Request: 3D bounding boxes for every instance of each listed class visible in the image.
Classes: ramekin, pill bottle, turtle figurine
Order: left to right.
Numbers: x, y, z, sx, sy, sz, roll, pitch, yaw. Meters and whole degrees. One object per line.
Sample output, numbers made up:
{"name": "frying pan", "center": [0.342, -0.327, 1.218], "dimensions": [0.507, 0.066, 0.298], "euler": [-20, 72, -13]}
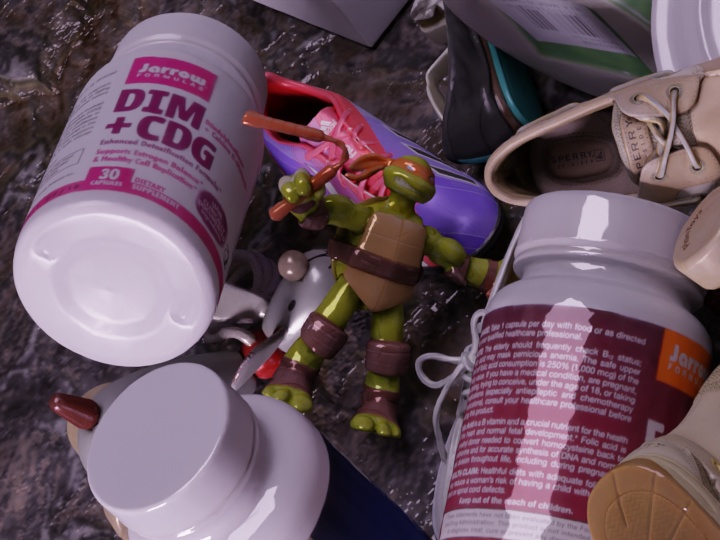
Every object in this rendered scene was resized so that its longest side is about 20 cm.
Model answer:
{"name": "pill bottle", "center": [-0.116, -0.051, 1.331], "dimensions": [0.113, 0.114, 0.201], "euler": [-20, 32, 24]}
{"name": "pill bottle", "center": [-0.045, 0.131, 1.179], "dimensions": [0.110, 0.200, 0.112], "euler": [-21, 47, 24]}
{"name": "turtle figurine", "center": [0.000, 0.000, 1.290], "dimensions": [0.064, 0.199, 0.162], "euler": [23, 93, 63]}
{"name": "pill bottle", "center": [0.107, 0.072, 1.146], "dimensions": [0.114, 0.114, 0.201], "euler": [1, 71, 38]}
{"name": "ramekin", "center": [0.131, -0.169, 1.293], "dimensions": [0.199, 0.200, 0.098], "euler": [17, 75, 44]}

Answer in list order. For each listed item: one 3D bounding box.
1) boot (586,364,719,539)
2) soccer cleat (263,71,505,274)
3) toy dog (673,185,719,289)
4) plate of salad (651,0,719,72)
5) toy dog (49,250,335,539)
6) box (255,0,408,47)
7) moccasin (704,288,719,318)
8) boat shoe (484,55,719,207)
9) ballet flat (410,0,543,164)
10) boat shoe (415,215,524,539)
{"name": "boot", "center": [0.199, 0.142, 1.064], "dimensions": [0.073, 0.200, 0.155], "euler": [-44, -5, 33]}
{"name": "soccer cleat", "center": [0.004, -0.058, 1.387], "dimensions": [0.068, 0.073, 0.200], "euler": [-49, 43, -7]}
{"name": "toy dog", "center": [0.221, -0.017, 1.062], "dimensions": [0.131, 0.201, 0.097], "euler": [17, 44, -3]}
{"name": "plate of salad", "center": [0.239, -0.129, 1.162], "dimensions": [0.199, 0.048, 0.202], "euler": [-6, 77, 26]}
{"name": "toy dog", "center": [-0.101, 0.053, 1.351], "dimensions": [0.131, 0.096, 0.201], "euler": [18, 69, 44]}
{"name": "box", "center": [-0.040, -0.244, 1.553], "dimensions": [0.125, 0.098, 0.200], "euler": [-52, 42, -9]}
{"name": "moccasin", "center": [0.238, -0.059, 1.199], "dimensions": [0.074, 0.078, 0.201], "euler": [40, 82, 26]}
{"name": "boat shoe", "center": [0.148, -0.062, 1.146], "dimensions": [0.199, 0.065, 0.073], "euler": [-10, 94, 42]}
{"name": "ballet flat", "center": [0.064, -0.145, 1.419], "dimensions": [0.068, 0.068, 0.201], "euler": [-28, 43, 29]}
{"name": "boat shoe", "center": [0.075, 0.050, 1.236], "dimensions": [0.074, 0.086, 0.203], "euler": [5, 60, 40]}
